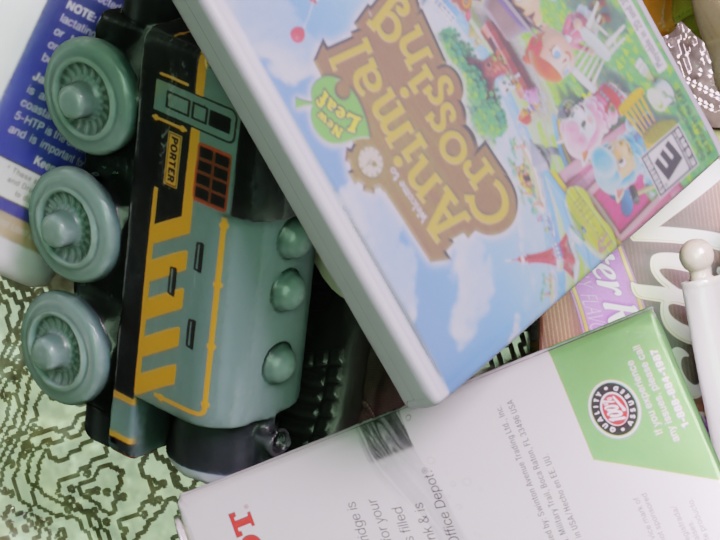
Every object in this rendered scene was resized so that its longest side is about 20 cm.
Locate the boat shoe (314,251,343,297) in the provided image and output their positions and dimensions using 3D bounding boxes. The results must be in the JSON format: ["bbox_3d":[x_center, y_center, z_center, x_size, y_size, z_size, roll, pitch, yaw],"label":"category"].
[{"bbox_3d":[-0.008,-0.087,1.156,0.059,0.072,0.201,-13,77,-38],"label":"boat shoe"}]

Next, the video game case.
[{"bbox_3d":[0.032,-0.081,1.097,0.182,0.022,0.201,-39,106,-34],"label":"video game case"}]

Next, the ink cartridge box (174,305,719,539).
[{"bbox_3d":[0.048,0.124,1.126,0.199,0.084,0.147,-21,69,0],"label":"ink cartridge box"}]

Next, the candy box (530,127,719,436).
[{"bbox_3d":[0.127,0.041,1.216,0.116,0.056,0.201,3,89,0],"label":"candy box"}]

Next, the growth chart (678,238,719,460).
[{"bbox_3d":[0.213,0.021,1.197,0.199,0.018,0.145,-24,99,-24],"label":"growth chart"}]

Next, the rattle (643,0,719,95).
[{"bbox_3d":[0.190,-0.119,1.237,0.199,0.143,0.131,-21,80,-36],"label":"rattle"}]

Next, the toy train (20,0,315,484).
[{"bbox_3d":[-0.065,-0.013,1.138,0.114,0.085,0.201,24,117,34],"label":"toy train"}]

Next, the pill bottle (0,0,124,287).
[{"bbox_3d":[-0.137,-0.106,1.193,0.119,0.120,0.201,25,89,2],"label":"pill bottle"}]

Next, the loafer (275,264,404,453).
[{"bbox_3d":[0.000,0.000,1.222,0.073,0.071,0.201,11,77,34],"label":"loafer"}]
